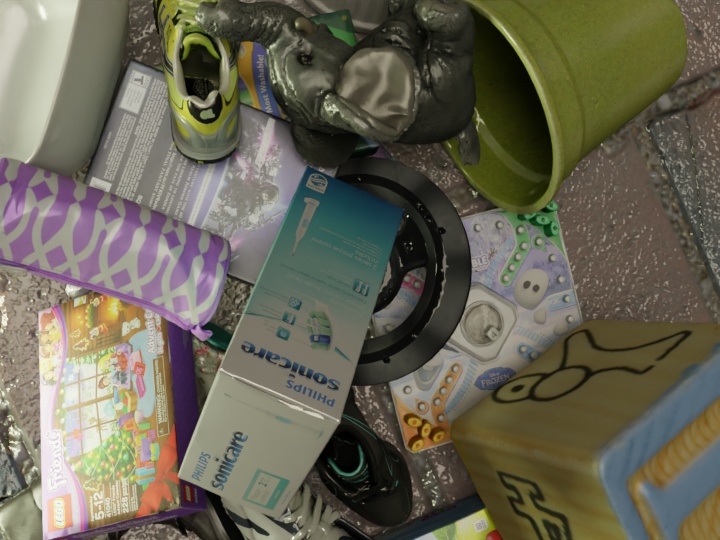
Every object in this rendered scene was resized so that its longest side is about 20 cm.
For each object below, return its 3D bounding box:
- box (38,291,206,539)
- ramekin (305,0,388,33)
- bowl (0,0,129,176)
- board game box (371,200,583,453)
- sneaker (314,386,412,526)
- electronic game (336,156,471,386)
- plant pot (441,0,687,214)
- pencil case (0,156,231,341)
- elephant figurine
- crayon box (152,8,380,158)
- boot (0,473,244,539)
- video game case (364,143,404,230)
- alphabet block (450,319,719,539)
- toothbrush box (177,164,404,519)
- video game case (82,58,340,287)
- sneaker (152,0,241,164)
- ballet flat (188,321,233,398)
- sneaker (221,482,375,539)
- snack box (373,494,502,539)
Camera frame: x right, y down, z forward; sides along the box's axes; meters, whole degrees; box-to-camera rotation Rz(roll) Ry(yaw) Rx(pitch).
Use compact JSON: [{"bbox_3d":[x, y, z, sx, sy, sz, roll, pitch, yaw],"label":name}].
[{"bbox_3d":[-0.203,0.113,0.762,0.136,0.039,0.202,-18,67,19],"label":"box"},{"bbox_3d":[0.022,-0.330,0.831,0.200,0.094,0.205,0,87,-6],"label":"ramekin"},{"bbox_3d":[-0.276,-0.168,0.773,0.199,0.074,0.202,10,84,38],"label":"bowl"},{"bbox_3d":[0.114,0.050,0.852,0.198,0.026,0.202,-15,93,-7],"label":"board game box"},{"bbox_3d":[-0.008,0.170,0.784,0.075,0.079,0.201,-30,124,4],"label":"sneaker"},{"bbox_3d":[0.000,0.000,0.801,0.198,0.042,0.202,-2,84,17],"label":"electronic game"},{"bbox_3d":[0.178,-0.180,0.807,0.183,0.200,0.202,-29,91,-18],"label":"plant pot"},{"bbox_3d":[-0.199,-0.016,0.697,0.198,0.084,0.086,18,61,-21],"label":"pencil case"},{"bbox_3d":[-0.011,-0.148,0.730,0.199,0.142,0.155,-27,59,-25],"label":"elephant figurine"},{"bbox_3d":[-0.093,-0.147,0.817,0.198,0.052,0.127,-14,89,-5],"label":"crayon box"},{"bbox_3d":[-0.213,0.224,0.795,0.200,0.069,0.174,42,85,21],"label":"boot"},{"bbox_3d":[-0.049,-0.093,0.854,0.143,0.018,0.200,-40,92,-6],"label":"video game case"},{"bbox_3d":[0.227,0.168,0.746,0.194,0.200,0.198,-30,101,-22],"label":"alphabet block"},{"bbox_3d":[-0.048,0.050,0.657,0.085,0.147,0.201,24,46,-4],"label":"toothbrush box"},{"bbox_3d":[-0.127,-0.076,0.777,0.198,0.019,0.144,21,87,-6],"label":"video game case"},{"bbox_3d":[-0.128,-0.192,0.742,0.075,0.076,0.202,-9,72,-14],"label":"sneaker"},{"bbox_3d":[-0.101,0.098,0.816,0.198,0.076,0.064,25,93,-2],"label":"ballet flat"},{"bbox_3d":[-0.037,0.205,0.729,0.128,0.079,0.201,8,112,21],"label":"sneaker"},{"bbox_3d":[0.071,0.333,0.825,0.167,0.068,0.202,-20,88,-5],"label":"snack box"}]
